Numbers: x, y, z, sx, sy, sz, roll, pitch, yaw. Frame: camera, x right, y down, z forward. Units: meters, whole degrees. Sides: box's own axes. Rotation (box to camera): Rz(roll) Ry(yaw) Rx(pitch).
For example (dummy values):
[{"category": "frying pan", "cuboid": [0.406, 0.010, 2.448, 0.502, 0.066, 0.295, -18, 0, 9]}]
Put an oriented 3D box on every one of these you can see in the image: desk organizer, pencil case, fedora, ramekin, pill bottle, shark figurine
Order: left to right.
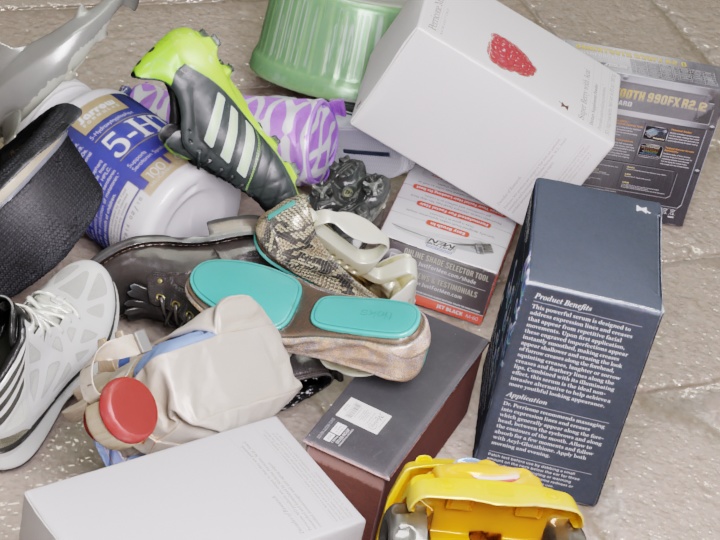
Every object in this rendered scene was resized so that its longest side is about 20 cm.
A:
[{"category": "fedora", "cuboid": [-0.279, -0.041, 1.573, 0.092, 0.200, 0.201, 47, 34, -14]}, {"category": "shark figurine", "cuboid": [-0.270, -0.187, 1.605, 0.090, 0.214, 0.128, 45, 6, -16]}, {"category": "pill bottle", "cuboid": [-0.211, -0.087, 1.674, 0.200, 0.120, 0.120, 34, 40, 27]}, {"category": "pencil case", "cuboid": [-0.119, -0.124, 1.754, 0.199, 0.084, 0.086, 9, 49, 17]}, {"category": "ramekin", "cuboid": [-0.003, -0.231, 1.907, 0.199, 0.098, 0.200, 10, 17, -3]}, {"category": "desk organizer", "cuboid": [0.025, 0.119, 1.501, 0.072, 0.077, 0.200, 23, 37, 15]}]

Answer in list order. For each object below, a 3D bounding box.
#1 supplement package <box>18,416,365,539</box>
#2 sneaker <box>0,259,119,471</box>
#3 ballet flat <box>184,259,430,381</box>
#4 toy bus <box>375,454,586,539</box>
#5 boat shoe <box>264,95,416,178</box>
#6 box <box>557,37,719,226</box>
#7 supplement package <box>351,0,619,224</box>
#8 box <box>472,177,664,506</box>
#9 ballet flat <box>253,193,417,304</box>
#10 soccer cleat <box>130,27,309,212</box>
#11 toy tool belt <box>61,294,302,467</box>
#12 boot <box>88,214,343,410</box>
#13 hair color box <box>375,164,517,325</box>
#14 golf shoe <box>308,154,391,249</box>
[{"category": "supplement package", "cuboid": [-0.118, 0.200, 1.307, 0.199, 0.122, 0.120, -14, 44, -34]}, {"category": "sneaker", "cuboid": [-0.238, 0.043, 1.455, 0.075, 0.116, 0.201, 15, 49, 11]}, {"category": "ballet flat", "cuboid": [-0.042, 0.046, 1.478, 0.199, 0.067, 0.068, 15, 50, 21]}, {"category": "toy bus", "cuboid": [0.065, 0.193, 1.320, 0.135, 0.201, 0.192, 8, 28, -8]}, {"category": "boat shoe", "cuboid": [-0.020, -0.124, 1.808, 0.199, 0.072, 0.071, 15, 27, 32]}, {"category": "box", "cuboid": [0.230, -0.132, 1.844, 0.199, 0.159, 0.048, 9, 35, -5]}, {"category": "supplement package", "cuboid": [0.112, -0.151, 1.707, 0.200, 0.120, 0.121, 29, 36, -11]}, {"category": "box", "cuboid": [0.162, 0.056, 1.526, 0.107, 0.201, 0.149, 13, 35, 0]}, {"category": "ballet flat", "cuboid": [0.000, 0.000, 1.574, 0.200, 0.075, 0.068, 37, 25, -39]}, {"category": "soccer cleat", "cuboid": [-0.113, -0.103, 1.583, 0.081, 0.200, 0.068, -36, 20, -11]}, {"category": "toy tool belt", "cuboid": [-0.146, 0.097, 1.396, 0.200, 0.123, 0.125, -20, 85, -50]}, {"category": "boot", "cuboid": [-0.129, 0.052, 1.547, 0.199, 0.069, 0.175, -18, 59, -2]}, {"category": "hair color box", "cuboid": [0.085, -0.044, 1.758, 0.111, 0.064, 0.200, 19, 34, 6]}, {"category": "golf shoe", "cuboid": [-0.051, -0.006, 1.662, 0.200, 0.095, 0.078, -37, 64, -17]}]
